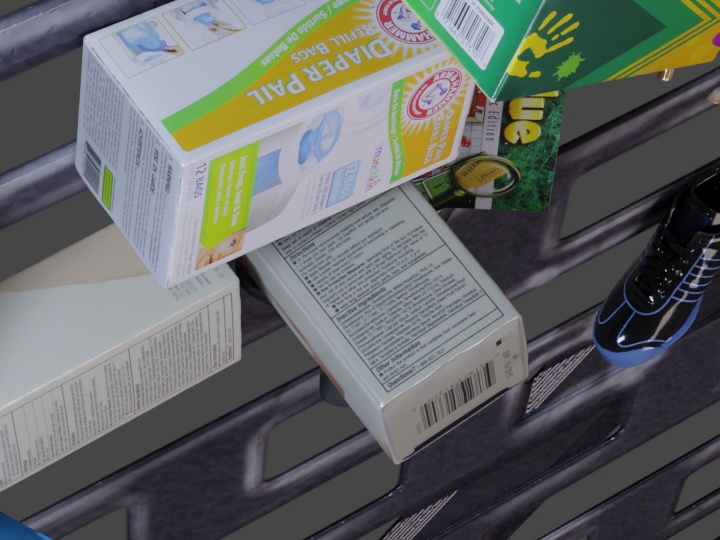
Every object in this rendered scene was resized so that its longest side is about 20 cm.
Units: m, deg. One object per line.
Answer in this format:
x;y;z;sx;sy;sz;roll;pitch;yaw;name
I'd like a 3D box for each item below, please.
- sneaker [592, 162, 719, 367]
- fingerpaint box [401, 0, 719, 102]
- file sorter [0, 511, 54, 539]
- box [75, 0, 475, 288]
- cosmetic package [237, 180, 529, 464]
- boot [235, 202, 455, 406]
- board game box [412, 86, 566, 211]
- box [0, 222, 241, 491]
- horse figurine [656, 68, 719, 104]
0.242;-0.014;1.890;0.200;0.070;0.078;-48;148;5;sneaker
0.080;-0.186;1.267;0.167;0.200;0.073;-13;143;-40;fingerpaint box
-0.291;0.191;1.419;0.200;0.139;0.123;6;104;-55;file sorter
-0.044;-0.093;1.366;0.200;0.101;0.113;-25;150;-26;box
0.000;0.000;1.458;0.103;0.200;0.087;-32;154;-9;cosmetic package
-0.012;0.023;1.639;0.165;0.066;0.200;-25;155;-21;boot
0.071;-0.107;1.490;0.105;0.023;0.200;0;141;-2;board game box
-0.173;0.049;1.452;0.200;0.078;0.095;-28;151;-21;box
0.281;-0.171;1.694;0.200;0.050;0.133;11;108;-47;horse figurine
